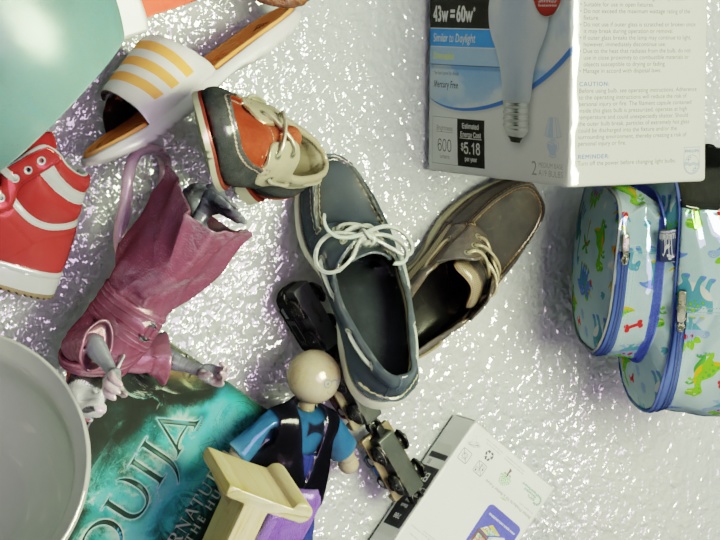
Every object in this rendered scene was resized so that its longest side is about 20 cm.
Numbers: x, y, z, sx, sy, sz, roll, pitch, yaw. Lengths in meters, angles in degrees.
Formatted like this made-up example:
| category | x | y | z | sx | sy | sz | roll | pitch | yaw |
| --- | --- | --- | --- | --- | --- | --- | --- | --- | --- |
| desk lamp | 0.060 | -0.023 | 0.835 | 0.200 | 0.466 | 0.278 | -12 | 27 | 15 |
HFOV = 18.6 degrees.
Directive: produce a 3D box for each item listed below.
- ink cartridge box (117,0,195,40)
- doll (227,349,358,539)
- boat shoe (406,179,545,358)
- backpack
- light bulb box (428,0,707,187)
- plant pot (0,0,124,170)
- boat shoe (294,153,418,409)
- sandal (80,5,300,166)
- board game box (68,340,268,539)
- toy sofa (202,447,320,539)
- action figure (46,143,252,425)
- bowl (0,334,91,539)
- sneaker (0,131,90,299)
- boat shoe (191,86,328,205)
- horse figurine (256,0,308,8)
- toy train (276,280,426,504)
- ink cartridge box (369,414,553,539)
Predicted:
| category | x | y | z | sx | sy | sz | roll | pitch | yaw |
| --- | --- | --- | --- | --- | --- | --- | --- | --- | --- |
| ink cartridge box | -0.186 | -0.259 | 1.523 | 0.173 | 0.044 | 0.201 | -24 | 107 | -23 |
| doll | -0.050 | 0.153 | 1.625 | 0.136 | 0.048 | 0.201 | -4 | 110 | -43 |
| boat shoe | 0.077 | 0.008 | 1.681 | 0.200 | 0.073 | 0.075 | -46 | 115 | -16 |
| backpack | 0.241 | 0.011 | 1.718 | 0.146 | 0.183 | 0.201 | -2 | 101 | -5 |
| light bulb box | 0.151 | -0.169 | 1.630 | 0.124 | 0.198 | 0.201 | -4 | 97 | -30 |
| plant pot | -0.247 | -0.160 | 1.395 | 0.161 | 0.200 | 0.201 | 44 | 75 | -14 |
| boat shoe | 0.000 | 0.000 | 1.603 | 0.075 | 0.062 | 0.201 | -4 | 68 | -17 |
| sandal | -0.131 | -0.145 | 1.553 | 0.207 | 0.079 | 0.059 | -42 | 107 | -30 |
| board game box | -0.162 | 0.157 | 1.595 | 0.135 | 0.028 | 0.200 | 37 | 79 | -28 |
| toy sofa | -0.096 | 0.236 | 1.556 | 0.097 | 0.083 | 0.201 | 22 | 98 | -19 |
| action figure | -0.162 | 0.022 | 1.515 | 0.200 | 0.149 | 0.134 | -52 | 157 | 2 |
| bowl | -0.272 | 0.147 | 1.475 | 0.200 | 0.090 | 0.202 | -1 | 64 | 3 |
| sneaker | -0.274 | -0.058 | 1.473 | 0.200 | 0.071 | 0.113 | 17 | 102 | -37 |
| boat shoe | -0.070 | -0.087 | 1.526 | 0.062 | 0.200 | 0.071 | -11 | 79 | 8 |
| horse figurine | -0.118 | -0.236 | 1.528 | 0.200 | 0.050 | 0.133 | -17 | 97 | -45 |
| toy train | -0.008 | 0.093 | 1.663 | 0.034 | 0.046 | 0.200 | -39 | 110 | -27 |
| ink cartridge box | 0.058 | 0.222 | 1.719 | 0.099 | 0.039 | 0.200 | 42 | 75 | -26 |
